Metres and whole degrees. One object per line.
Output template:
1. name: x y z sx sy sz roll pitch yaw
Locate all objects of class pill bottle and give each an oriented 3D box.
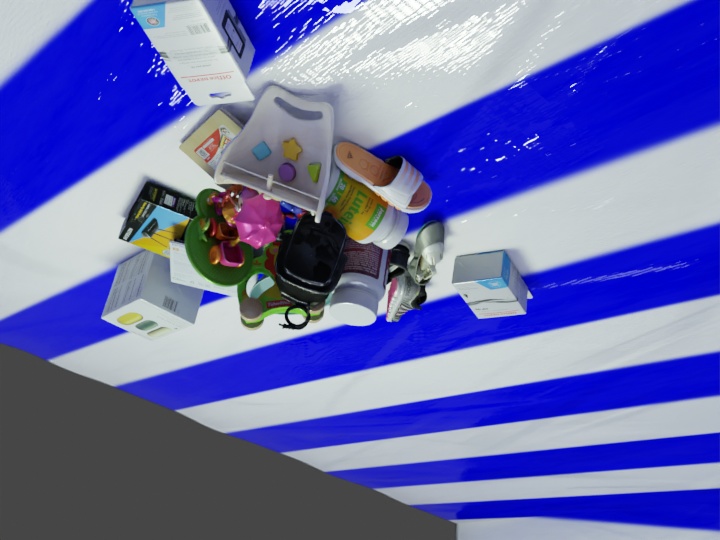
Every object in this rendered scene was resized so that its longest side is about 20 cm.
1. pill bottle: -0.008 -0.120 1.460 0.199 0.112 0.110 30 145 -31
2. pill bottle: 0.000 0.000 1.574 0.112 0.202 0.115 8 151 5

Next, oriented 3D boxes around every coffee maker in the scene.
1. coffee maker: -0.089 0.005 1.420 0.133 0.195 0.200 -3 174 -5

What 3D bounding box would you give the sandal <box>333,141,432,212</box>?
1. sandal: 0.048 -0.171 1.386 0.205 0.080 0.059 25 150 -21

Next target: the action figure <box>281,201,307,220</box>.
1. action figure: -0.130 -0.128 1.557 0.065 0.052 0.200 -16 143 31

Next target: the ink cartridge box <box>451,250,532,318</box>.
1. ink cartridge box: 0.288 0.044 1.690 0.115 0.069 0.200 -7 146 30

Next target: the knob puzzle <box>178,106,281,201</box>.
1. knob puzzle: -0.216 -0.201 1.446 0.217 0.031 0.221 19 145 14

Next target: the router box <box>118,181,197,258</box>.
1. router box: -0.422 -0.101 1.690 0.148 0.052 0.200 21 149 -21

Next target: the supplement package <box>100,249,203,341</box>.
1. supplement package: -0.493 0.057 1.888 0.151 0.152 0.199 31 145 -33

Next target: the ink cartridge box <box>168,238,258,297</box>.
1. ink cartridge box: -0.319 -0.012 1.723 0.197 0.041 0.200 14 152 -6

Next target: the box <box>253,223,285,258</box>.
1. box: -0.240 -0.065 1.698 0.156 0.049 0.201 11 151 2

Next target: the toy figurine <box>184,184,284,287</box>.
1. toy figurine: -0.214 -0.096 1.431 0.149 0.203 0.183 8 154 -41

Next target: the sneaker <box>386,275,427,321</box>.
1. sneaker: 0.106 0.068 1.788 0.086 0.075 0.201 5 154 -2

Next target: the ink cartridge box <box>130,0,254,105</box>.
1. ink cartridge box: -0.237 -0.344 1.176 0.114 0.069 0.201 0 149 19

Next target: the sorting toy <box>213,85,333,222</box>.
1. sorting toy: -0.120 -0.204 1.310 0.198 0.107 0.182 21 110 12

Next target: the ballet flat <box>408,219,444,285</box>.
1. ballet flat: 0.143 -0.031 1.605 0.067 0.064 0.201 -21 158 -16

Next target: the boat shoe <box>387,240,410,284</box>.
1. boat shoe: 0.035 -0.001 1.706 0.073 0.064 0.201 22 150 -26

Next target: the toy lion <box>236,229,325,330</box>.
1. toy lion: -0.151 0.011 1.575 0.197 0.194 0.069 -7 155 -8

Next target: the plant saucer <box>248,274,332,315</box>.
1. plant saucer: -0.143 0.037 1.702 0.197 0.036 0.201 -6 151 -3
